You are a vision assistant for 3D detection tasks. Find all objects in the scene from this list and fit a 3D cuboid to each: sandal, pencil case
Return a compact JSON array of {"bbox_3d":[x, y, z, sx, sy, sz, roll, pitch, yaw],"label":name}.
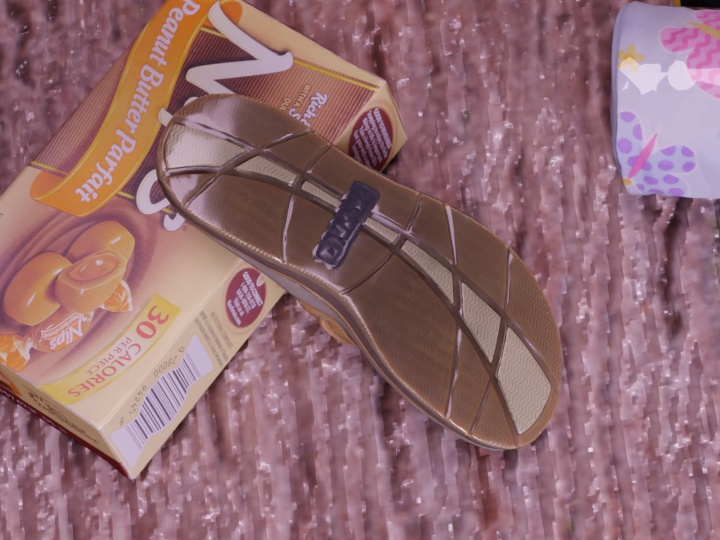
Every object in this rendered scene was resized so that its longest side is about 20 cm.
[{"bbox_3d":[0.000,0.000,1.248,0.200,0.054,0.080,35,70,0],"label":"sandal"},{"bbox_3d":[0.201,-0.074,1.245,0.199,0.083,0.091,-1,42,13],"label":"pencil case"}]

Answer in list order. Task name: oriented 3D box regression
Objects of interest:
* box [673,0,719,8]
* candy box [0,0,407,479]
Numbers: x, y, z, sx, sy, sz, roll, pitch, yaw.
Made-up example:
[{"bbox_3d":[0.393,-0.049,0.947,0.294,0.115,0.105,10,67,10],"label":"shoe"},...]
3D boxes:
[{"bbox_3d":[0.165,-0.236,1.280,0.049,0.160,0.201,3,51,17],"label":"box"},{"bbox_3d":[-0.086,-0.022,1.301,0.115,0.055,0.200,31,72,26],"label":"candy box"}]
